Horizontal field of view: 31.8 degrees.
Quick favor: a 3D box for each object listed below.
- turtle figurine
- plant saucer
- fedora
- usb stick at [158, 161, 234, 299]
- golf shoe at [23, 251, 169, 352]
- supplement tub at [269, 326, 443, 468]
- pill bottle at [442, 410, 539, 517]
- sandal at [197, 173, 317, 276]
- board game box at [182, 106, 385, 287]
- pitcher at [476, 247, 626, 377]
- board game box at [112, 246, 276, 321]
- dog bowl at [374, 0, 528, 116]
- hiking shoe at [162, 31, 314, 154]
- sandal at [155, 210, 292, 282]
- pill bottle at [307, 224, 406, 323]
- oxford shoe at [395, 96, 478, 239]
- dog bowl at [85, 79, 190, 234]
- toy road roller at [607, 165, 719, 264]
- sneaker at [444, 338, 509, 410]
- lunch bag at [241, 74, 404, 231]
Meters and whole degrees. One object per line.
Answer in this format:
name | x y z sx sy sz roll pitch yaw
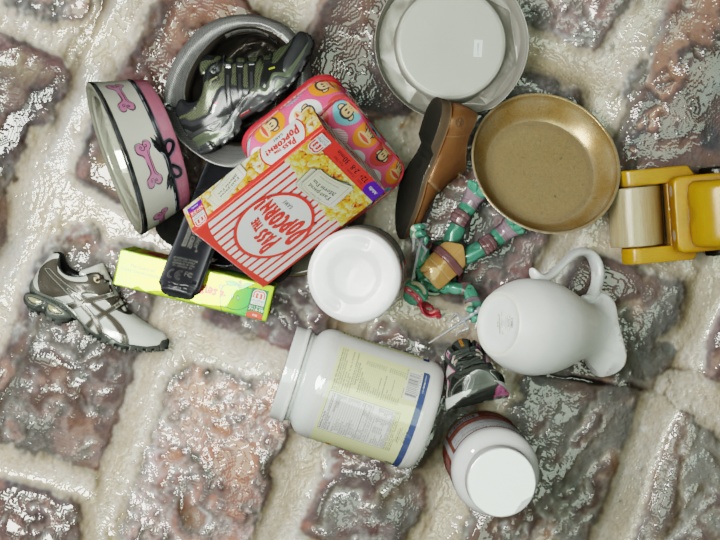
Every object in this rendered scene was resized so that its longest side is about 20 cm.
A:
turtle figurine | 0.114 -0.012 1.645 0.150 0.101 0.200 45 79 -18
plant saucer | 0.238 -0.135 1.646 0.199 0.035 0.201 3 70 -8
fedora | -0.156 -0.231 1.630 0.176 0.090 0.201 30 89 -4
usb stick | -0.200 -0.055 1.593 0.055 0.033 0.201 13 61 7
golf shoe | -0.335 0.043 1.648 0.199 0.078 0.095 23 92 -4
supplement tub | -0.006 0.160 1.628 0.199 0.145 0.146 18 93 -2
pill bottle | 0.167 0.249 1.610 0.112 0.200 0.113 0 94 -1
sandal | -0.132 -0.065 1.658 0.200 0.055 0.082 44 91 -3
board game box | -0.090 -0.085 1.525 0.200 0.151 0.046 -38 49 10
pitcher | 0.247 0.050 1.625 0.199 0.121 0.173 6 76 -37
board game box | -0.211 0.016 1.637 0.199 0.102 0.048 14 93 -2
dog bowl | 0.117 -0.294 1.650 0.199 0.059 0.201 0 94 -2
hiking shoe | -0.147 -0.237 1.547 0.200 0.076 0.101 -42 97 -1
sandal | -0.182 -0.036 1.632 0.199 0.045 0.075 21 120 18
pill bottle | 0.000 0.000 1.587 0.113 0.200 0.115 0 94 5
oxford shoe | 0.099 -0.123 1.636 0.071 0.071 0.201 9 121 -24
dog bowl | -0.277 -0.150 1.587 0.073 0.200 0.201 -20 94 -16
toy road roller | 0.427 -0.075 1.625 0.199 0.146 0.124 -5 93 -1
sneaker | 0.134 0.129 1.609 0.080 0.200 0.087 -13 84 -6
lunch bag | -0.054 -0.132 1.592 0.176 0.200 0.082 -39 51 2
